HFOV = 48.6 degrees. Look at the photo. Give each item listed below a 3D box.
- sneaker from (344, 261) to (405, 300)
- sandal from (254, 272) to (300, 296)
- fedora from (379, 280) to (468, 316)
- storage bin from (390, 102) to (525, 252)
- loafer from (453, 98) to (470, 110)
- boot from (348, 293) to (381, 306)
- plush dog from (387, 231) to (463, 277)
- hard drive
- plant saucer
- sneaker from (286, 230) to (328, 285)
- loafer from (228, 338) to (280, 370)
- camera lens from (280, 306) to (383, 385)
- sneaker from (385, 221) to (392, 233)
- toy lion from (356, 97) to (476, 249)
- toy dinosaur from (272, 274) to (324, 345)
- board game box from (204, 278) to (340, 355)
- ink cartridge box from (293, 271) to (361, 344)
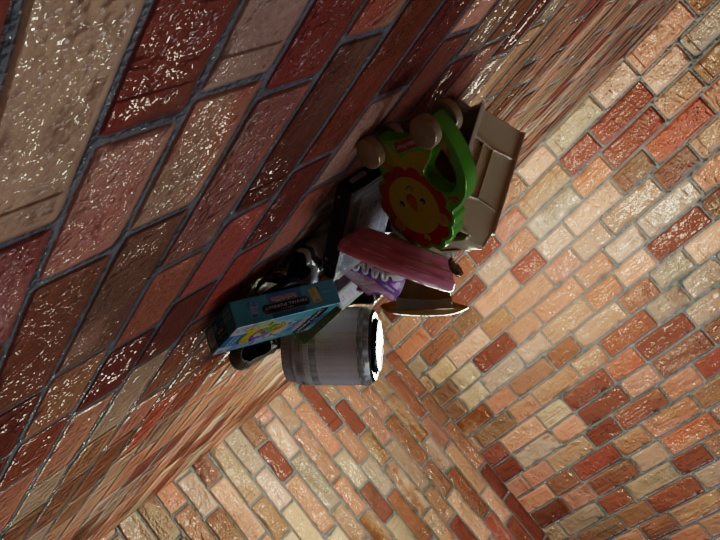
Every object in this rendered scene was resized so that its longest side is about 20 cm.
[{"bbox_3d":[0.000,0.000,1.473,0.081,0.196,0.090,-52,153,-44],"label":"sneaker"},{"bbox_3d":[-0.158,0.032,1.410,0.073,0.046,0.200,-15,175,-21],"label":"sandal"},{"bbox_3d":[0.129,0.043,1.625,0.195,0.084,0.201,-1,-176,0],"label":"fedora"},{"bbox_3d":[0.150,-0.139,1.287,0.199,0.092,0.203,-3,-114,67],"label":"storage bin"},{"bbox_3d":[0.176,-0.257,1.429,0.070,0.070,0.200,-51,173,6],"label":"loafer"},{"bbox_3d":[0.008,0.009,1.712,0.197,0.074,0.144,2,-145,48],"label":"boot"},{"bbox_3d":[0.148,-0.077,1.611,0.200,0.159,0.173,-47,-165,21],"label":"plush dog"},{"bbox_3d":[0.001,-0.090,1.352,0.139,0.038,0.203,-37,154,-39],"label":"hard drive"},{"bbox_3d":[0.062,-0.023,1.267,0.200,0.196,0.052,3,108,-80],"label":"plant saucer"},{"bbox_3d":[-0.112,0.008,1.448,0.079,0.074,0.202,-30,158,-41],"label":"sneaker"},{"bbox_3d":[-0.194,0.148,1.734,0.199,0.076,0.069,-40,-172,-21],"label":"loafer"},{"bbox_3d":[-0.055,0.158,1.668,0.194,0.165,0.160,-1,179,10],"label":"camera lens"},{"bbox_3d":[0.003,-0.075,1.606,0.077,0.071,0.199,-30,-176,46],"label":"sneaker"},{"bbox_3d":[0.091,-0.123,1.132,0.068,0.195,0.198,-37,-165,-33],"label":"toy lion"},{"bbox_3d":[-0.150,0.077,1.558,0.198,0.102,0.058,-36,134,6],"label":"toy dinosaur"},{"bbox_3d":[-0.152,0.080,1.371,0.196,0.048,0.151,-13,165,-31],"label":"board game box"},{"bbox_3d":[-0.076,0.044,1.607,0.199,0.049,0.145,-39,-148,-15],"label":"ink cartridge box"}]
